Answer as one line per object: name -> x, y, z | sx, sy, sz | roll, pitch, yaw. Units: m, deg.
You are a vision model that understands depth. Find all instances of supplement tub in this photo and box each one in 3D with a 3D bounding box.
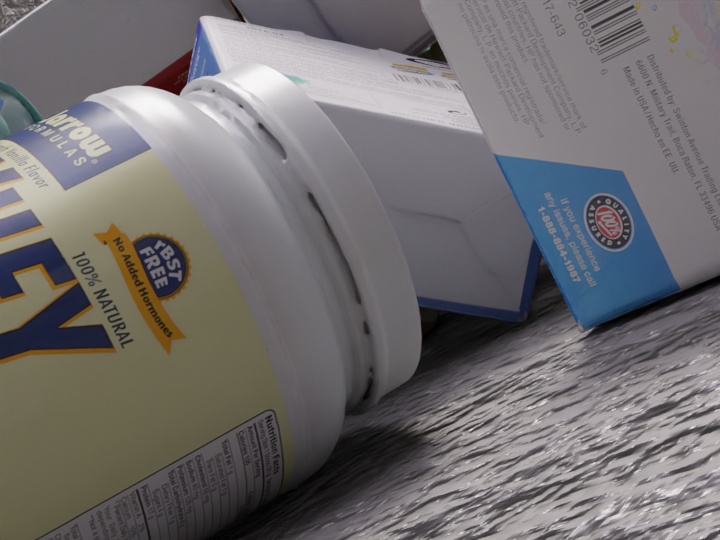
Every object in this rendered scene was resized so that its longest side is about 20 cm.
supplement tub -> -0.095, 0.029, 0.569 | 0.199, 0.146, 0.145 | -29, 5, -21

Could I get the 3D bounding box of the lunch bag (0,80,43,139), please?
lunch bag -> -0.163, 0.021, 0.718 | 0.077, 0.201, 0.160 | -21, 5, 38

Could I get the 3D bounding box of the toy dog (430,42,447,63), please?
toy dog -> 0.084, -0.073, 0.972 | 0.199, 0.140, 0.194 | -24, 36, 31

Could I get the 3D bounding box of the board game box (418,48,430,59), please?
board game box -> 0.056, -0.096, 1.150 | 0.135, 0.028, 0.200 | -19, -28, 25

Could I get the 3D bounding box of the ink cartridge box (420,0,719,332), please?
ink cartridge box -> 0.149, -0.087, 0.601 | 0.199, 0.129, 0.125 | -24, 5, 28

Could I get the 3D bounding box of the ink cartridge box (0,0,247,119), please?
ink cartridge box -> -0.131, -0.116, 1.092 | 0.146, 0.083, 0.200 | -35, -10, 2

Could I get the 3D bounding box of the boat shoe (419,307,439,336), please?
boat shoe -> 0.000, 0.000, 0.875 | 0.072, 0.065, 0.200 | -27, 5, 5

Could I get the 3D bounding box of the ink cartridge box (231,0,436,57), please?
ink cartridge box -> -0.007, -0.184, 0.933 | 0.144, 0.147, 0.200 | -39, 9, 5

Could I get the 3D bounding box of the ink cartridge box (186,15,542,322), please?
ink cartridge box -> -0.006, -0.052, 0.762 | 0.136, 0.077, 0.200 | 10, 17, -12
